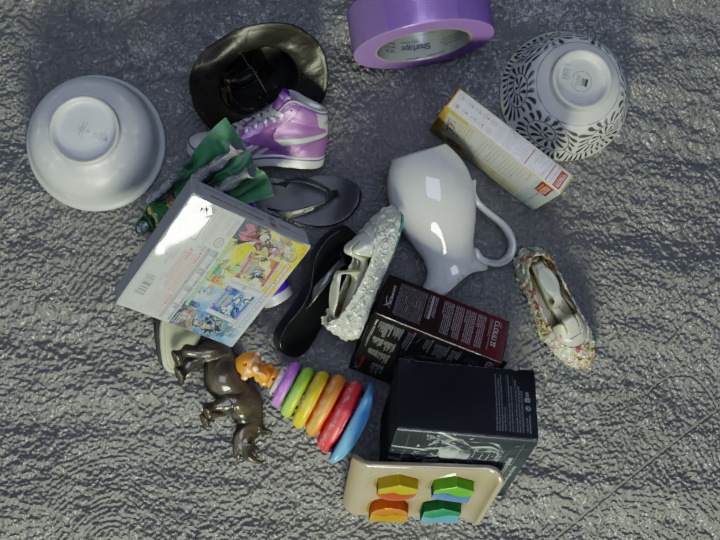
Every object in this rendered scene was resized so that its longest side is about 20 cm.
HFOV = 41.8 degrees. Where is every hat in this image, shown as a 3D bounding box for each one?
[{"bbox_3d":[-0.148,-0.284,1.347,0.200,0.201,0.081,-13,44,-5],"label":"hat"}]

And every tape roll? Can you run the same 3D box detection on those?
[{"bbox_3d":[0.084,-0.345,1.321,0.200,0.200,0.066,-9,87,-5],"label":"tape roll"}]

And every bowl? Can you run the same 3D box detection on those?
[{"bbox_3d":[0.313,-0.269,1.386,0.200,0.094,0.201,0,85,-5],"label":"bowl"},{"bbox_3d":[-0.381,-0.188,1.329,0.201,0.090,0.201,0,86,-4],"label":"bowl"}]

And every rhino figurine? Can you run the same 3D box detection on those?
[{"bbox_3d":[-0.185,0.183,1.324,0.087,0.060,0.200,-29,89,-28],"label":"rhino figurine"}]

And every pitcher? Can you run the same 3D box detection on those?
[{"bbox_3d":[0.133,-0.081,1.355,0.171,0.121,0.200,-20,98,-24],"label":"pitcher"}]

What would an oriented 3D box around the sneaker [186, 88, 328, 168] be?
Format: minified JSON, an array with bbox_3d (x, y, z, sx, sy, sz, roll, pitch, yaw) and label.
[{"bbox_3d":[-0.143,-0.207,1.327,0.200,0.073,0.114,-3,127,-19],"label":"sneaker"}]

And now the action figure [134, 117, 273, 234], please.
[{"bbox_3d":[-0.226,-0.099,1.255,0.200,0.055,0.118,-31,89,23],"label":"action figure"}]

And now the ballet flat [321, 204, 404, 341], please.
[{"bbox_3d":[0.000,0.000,1.289,0.072,0.072,0.200,19,92,-3],"label":"ballet flat"}]

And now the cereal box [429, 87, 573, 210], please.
[{"bbox_3d":[0.197,-0.169,1.344,0.200,0.144,0.040,37,83,-1],"label":"cereal box"}]

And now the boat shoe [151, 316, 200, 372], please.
[{"bbox_3d":[-0.269,0.043,1.338,0.072,0.068,0.200,-6,98,-45],"label":"boat shoe"}]

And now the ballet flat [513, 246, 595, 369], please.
[{"bbox_3d":[0.284,0.056,1.371,0.076,0.064,0.200,-30,89,-7],"label":"ballet flat"}]

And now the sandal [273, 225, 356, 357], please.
[{"bbox_3d":[-0.051,0.034,1.335,0.076,0.043,0.200,28,86,-42],"label":"sandal"}]

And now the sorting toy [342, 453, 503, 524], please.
[{"bbox_3d":[0.079,0.306,1.280,0.200,0.185,0.037,7,56,-2],"label":"sorting toy"}]

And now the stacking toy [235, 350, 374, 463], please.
[{"bbox_3d":[-0.085,0.171,1.312,0.200,0.110,0.116,28,92,0],"label":"stacking toy"}]

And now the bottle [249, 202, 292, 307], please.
[{"bbox_3d":[-0.162,-0.043,1.329,0.065,0.084,0.200,-34,105,-26],"label":"bottle"}]

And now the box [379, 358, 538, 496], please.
[{"bbox_3d":[0.125,0.216,1.268,0.182,0.200,0.104,6,56,-2],"label":"box"}]

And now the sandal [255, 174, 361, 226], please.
[{"bbox_3d":[-0.098,-0.105,1.366,0.200,0.043,0.076,2,85,-4],"label":"sandal"}]

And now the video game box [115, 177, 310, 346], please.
[{"bbox_3d":[-0.196,-0.005,1.250,0.182,0.047,0.200,26,117,-29],"label":"video game box"}]

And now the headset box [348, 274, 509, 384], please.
[{"bbox_3d":[0.102,0.108,1.304,0.200,0.149,0.077,20,52,-2],"label":"headset box"}]
